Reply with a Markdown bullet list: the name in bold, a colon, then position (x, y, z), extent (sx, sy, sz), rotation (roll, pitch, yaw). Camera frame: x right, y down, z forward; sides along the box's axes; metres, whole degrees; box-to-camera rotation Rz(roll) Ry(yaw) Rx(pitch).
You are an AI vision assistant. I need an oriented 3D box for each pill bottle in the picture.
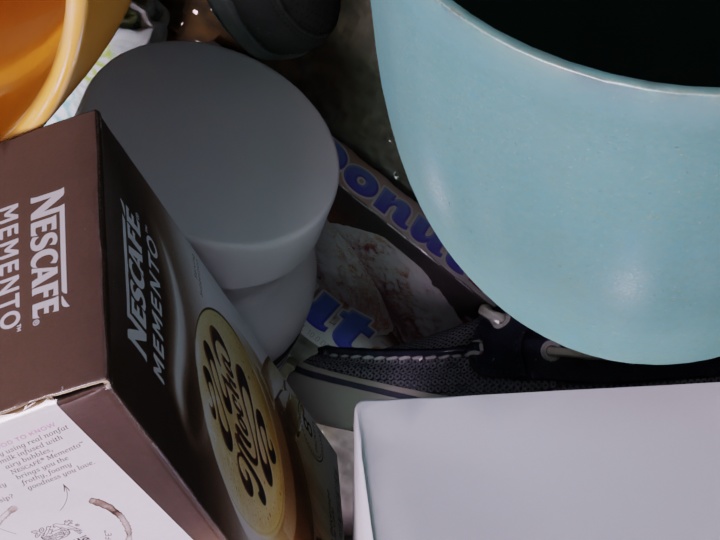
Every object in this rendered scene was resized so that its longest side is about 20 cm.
- **pill bottle**: position (-0.083, 0.016, 1.059), extent (0.115, 0.116, 0.200), rotation (30, 137, 3)

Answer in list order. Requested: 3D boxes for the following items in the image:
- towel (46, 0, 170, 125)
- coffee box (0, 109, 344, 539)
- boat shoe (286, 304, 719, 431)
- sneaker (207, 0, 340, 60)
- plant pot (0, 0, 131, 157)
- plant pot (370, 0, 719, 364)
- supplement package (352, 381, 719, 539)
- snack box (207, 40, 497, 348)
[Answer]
- **towel**: position (-0.178, -0.069, 1.123), extent (0.171, 0.048, 0.200), rotation (32, 130, 3)
- **coffee box**: position (-0.075, 0.060, 0.934), extent (0.079, 0.113, 0.200), rotation (-18, 138, 14)
- **boat shoe**: position (0.073, 0.021, 1.042), extent (0.199, 0.075, 0.093), rotation (6, 90, 12)
- **sneaker**: position (-0.012, -0.156, 0.970), extent (0.081, 0.073, 0.201), rotation (12, 127, 15)
- **plant pot**: position (-0.143, -0.156, 0.959), extent (0.199, 0.183, 0.201), rotation (12, 126, 17)
- **plant pot**: position (0.096, -0.067, 0.909), extent (0.200, 0.201, 0.161), rotation (17, 139, 14)
- **supplement package**: position (0.076, 0.174, 0.953), extent (0.146, 0.192, 0.201), rotation (-3, 133, -5)
- **snack box**: position (0.000, 0.000, 1.101), extent (0.200, 0.024, 0.072), rotation (39, 131, -4)
